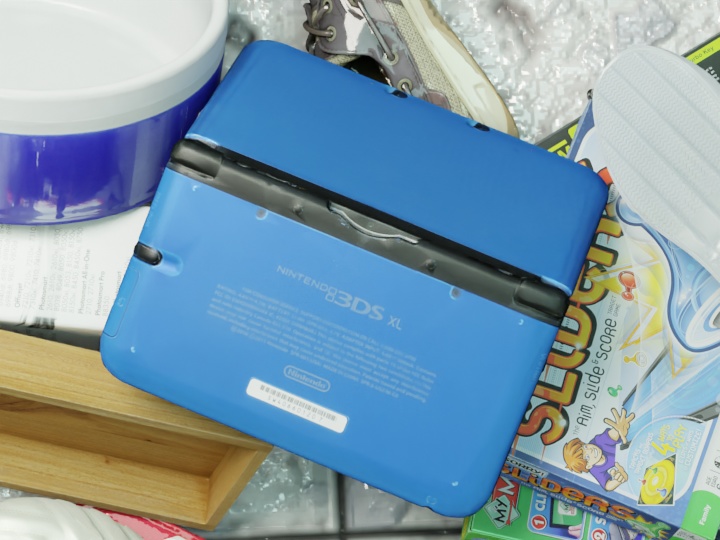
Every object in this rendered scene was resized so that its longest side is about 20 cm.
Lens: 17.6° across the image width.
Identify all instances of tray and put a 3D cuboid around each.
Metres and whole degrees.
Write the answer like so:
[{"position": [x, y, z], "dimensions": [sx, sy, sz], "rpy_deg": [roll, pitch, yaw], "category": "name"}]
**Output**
[{"position": [-0.152, 0.075, 1.167], "dimensions": [0.200, 0.099, 0.037], "rpy_deg": [15, 54, -15], "category": "tray"}]

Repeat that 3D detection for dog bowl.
[{"position": [-0.168, -0.112, 1.166], "dimensions": [0.200, 0.079, 0.200], "rpy_deg": [6, 38, -5], "category": "dog bowl"}]

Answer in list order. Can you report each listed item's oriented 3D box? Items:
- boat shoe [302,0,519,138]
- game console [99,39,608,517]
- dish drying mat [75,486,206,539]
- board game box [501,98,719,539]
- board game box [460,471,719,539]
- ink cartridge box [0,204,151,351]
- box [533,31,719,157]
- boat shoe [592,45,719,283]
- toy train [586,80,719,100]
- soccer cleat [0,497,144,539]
[{"position": [0.002, -0.127, 1.247], "dimensions": [0.065, 0.072, 0.200], "rpy_deg": [-40, 94, -14], "category": "boat shoe"}, {"position": [0.000, 0.000, 1.131], "dimensions": [0.200, 0.118, 0.171], "rpy_deg": [22, 97, 4], "category": "game console"}, {"position": [-0.156, 0.213, 1.209], "dimensions": [0.077, 0.018, 0.200], "rpy_deg": [28, 80, -3], "category": "dish drying mat"}, {"position": [0.141, 0.026, 1.166], "dimensions": [0.135, 0.034, 0.200], "rpy_deg": [22, 66, 1], "category": "board game box"}, {"position": [0.134, 0.057, 1.187], "dimensions": [0.134, 0.029, 0.200], "rpy_deg": [13, 67, -2], "category": "board game box"}, {"position": [-0.170, 0.002, 1.187], "dimensions": [0.200, 0.116, 0.068], "rpy_deg": [6, 81, -6], "category": "ink cartridge box"}, {"position": [0.174, -0.005, 1.261], "dimensions": [0.200, 0.048, 0.193], "rpy_deg": [-32, 84, -8], "category": "box"}, {"position": [0.185, -0.029, 1.144], "dimensions": [0.072, 0.062, 0.200], "rpy_deg": [-45, 59, 20], "category": "boat shoe"}, {"position": [0.219, -0.084, 1.238], "dimensions": [0.200, 0.034, 0.046], "rpy_deg": [0, 91, -7], "category": "toy train"}, {"position": [-0.106, 0.180, 1.172], "dimensions": [0.200, 0.078, 0.069], "rpy_deg": [37, 80, -8], "category": "soccer cleat"}]
